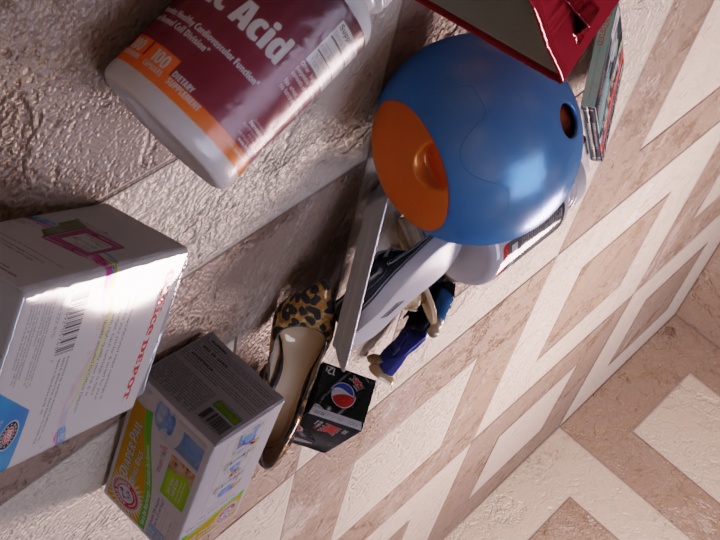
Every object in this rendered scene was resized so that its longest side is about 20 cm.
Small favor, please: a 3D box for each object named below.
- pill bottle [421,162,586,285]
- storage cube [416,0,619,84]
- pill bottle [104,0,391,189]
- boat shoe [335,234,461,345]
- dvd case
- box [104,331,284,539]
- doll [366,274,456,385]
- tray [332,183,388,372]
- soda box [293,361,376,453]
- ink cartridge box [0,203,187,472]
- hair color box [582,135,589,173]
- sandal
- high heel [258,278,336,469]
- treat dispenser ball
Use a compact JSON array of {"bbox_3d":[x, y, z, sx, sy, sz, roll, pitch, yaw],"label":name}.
[{"bbox_3d":[0.175,-0.076,1.330,0.200,0.116,0.116,-34,155,-36],"label":"pill bottle"},{"bbox_3d":[0.119,-0.278,0.830,0.180,0.200,0.171,-56,159,1],"label":"storage cube"},{"bbox_3d":[-0.065,-0.163,0.761,0.200,0.114,0.114,-47,159,-7],"label":"pill bottle"},{"bbox_3d":[0.035,0.006,1.287,0.072,0.068,0.200,-11,153,-47],"label":"boat shoe"},{"bbox_3d":[0.315,-0.241,1.451,0.200,0.022,0.146,44,59,-71],"label":"dvd case"},{"bbox_3d":[-0.173,0.181,1.138,0.101,0.112,0.200,-30,153,-45],"label":"box"},{"bbox_3d":[0.086,0.063,1.522,0.200,0.048,0.136,-54,-168,11],"label":"doll"},{"bbox_3d":[0.000,0.000,1.205,0.107,0.022,0.200,-81,-176,-73],"label":"tray"},{"bbox_3d":[-0.044,0.167,1.335,0.200,0.071,0.063,129,-21,-68],"label":"soda box"},{"bbox_3d":[-0.219,0.043,0.776,0.200,0.085,0.145,-20,135,-66],"label":"ink cartridge box"},{"bbox_3d":[0.227,-0.103,1.539,0.200,0.064,0.111,-49,159,-6],"label":"hair color box"},{"bbox_3d":[0.045,0.008,1.380,0.070,0.078,0.212,-21,148,-5],"label":"sandal"},{"bbox_3d":[-0.069,0.115,1.204,0.143,0.071,0.200,-91,-158,-46],"label":"high heel"},{"bbox_3d":[0.110,-0.124,1.063,0.201,0.201,0.201,-41,158,-21],"label":"treat dispenser ball"}]
